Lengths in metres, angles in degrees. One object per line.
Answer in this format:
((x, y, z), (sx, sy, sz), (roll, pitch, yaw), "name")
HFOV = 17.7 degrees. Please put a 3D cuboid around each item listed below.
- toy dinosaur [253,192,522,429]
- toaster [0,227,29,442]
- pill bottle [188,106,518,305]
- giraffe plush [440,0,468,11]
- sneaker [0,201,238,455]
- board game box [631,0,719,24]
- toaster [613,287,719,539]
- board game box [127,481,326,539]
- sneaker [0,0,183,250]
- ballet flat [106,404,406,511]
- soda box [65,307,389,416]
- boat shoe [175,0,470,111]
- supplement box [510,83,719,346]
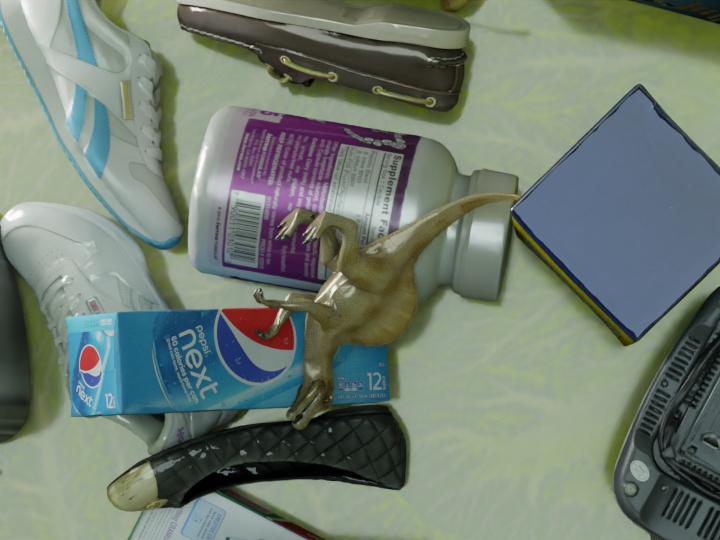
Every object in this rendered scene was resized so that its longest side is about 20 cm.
((0.000, 0.000, 1.418), (0.101, 0.058, 0.200), (35, 101, -24), "toy dinosaur")
((-0.284, 0.046, 1.495), (0.114, 0.129, 0.200), (-9, 87, 5), "toaster")
((-0.003, -0.037, 1.484), (0.200, 0.112, 0.112), (10, 88, 5), "pill bottle")
((0.020, -0.265, 1.473), (0.200, 0.173, 0.162), (9, 85, -3), "giraffe plush")
((-0.167, 0.035, 1.496), (0.200, 0.100, 0.075), (44, 131, 6), "sneaker")
((0.217, -0.198, 1.453), (0.200, 0.200, 0.062), (15, 90, -9), "board game box")
((0.235, 0.086, 1.442), (0.114, 0.129, 0.200), (27, 90, 5), "toaster")
((-0.071, 0.238, 1.512), (0.200, 0.040, 0.153), (27, 90, 5), "board game box")
((-0.162, -0.108, 1.519), (0.081, 0.077, 0.200), (-28, 87, 1), "sneaker")
((-0.063, 0.128, 1.478), (0.200, 0.066, 0.057), (-10, 75, -17), "ballet flat")
((-0.081, 0.056, 1.453), (0.200, 0.068, 0.064), (-1, 86, -35), "soda box")
((-0.029, -0.148, 1.513), (0.200, 0.072, 0.060), (10, 111, 11), "boat shoe")
((0.167, -0.029, 1.424), (0.110, 0.200, 0.109), (-44, 85, 1), "supplement box")
